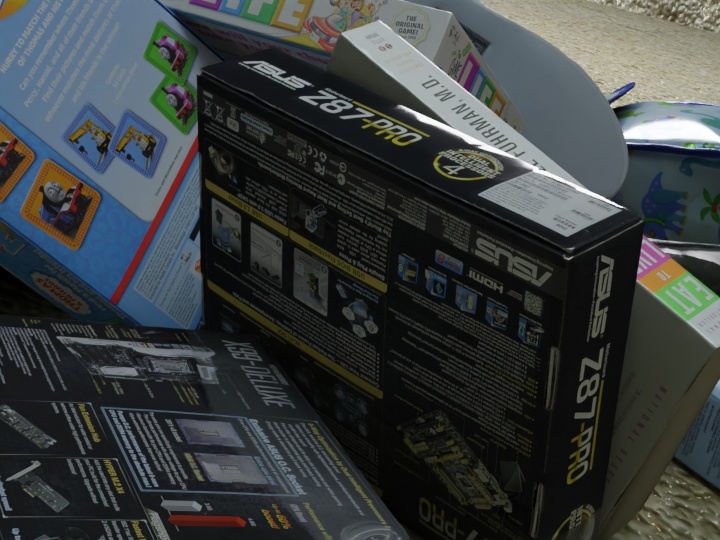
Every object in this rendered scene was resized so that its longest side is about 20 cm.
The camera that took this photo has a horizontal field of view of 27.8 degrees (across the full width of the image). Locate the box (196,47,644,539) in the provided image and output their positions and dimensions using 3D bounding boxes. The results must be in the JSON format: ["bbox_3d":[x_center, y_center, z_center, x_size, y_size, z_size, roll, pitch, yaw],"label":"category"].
[{"bbox_3d":[0.012,0.017,0.585,0.049,0.161,0.200,-24,39,-39],"label":"box"}]

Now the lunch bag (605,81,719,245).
[{"bbox_3d":[0.190,-0.067,1.068,0.200,0.128,0.170,7,17,21],"label":"lunch bag"}]

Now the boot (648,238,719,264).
[{"bbox_3d":[0.190,0.000,0.881,0.200,0.073,0.182,-5,25,-18],"label":"boot"}]

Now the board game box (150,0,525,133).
[{"bbox_3d":[-0.027,-0.111,0.740,0.200,0.034,0.134,20,-7,24],"label":"board game box"}]

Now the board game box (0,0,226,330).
[{"bbox_3d":[-0.133,-0.072,0.657,0.200,0.151,0.037,41,-38,-26],"label":"board game box"}]

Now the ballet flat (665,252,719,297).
[{"bbox_3d":[0.106,0.029,0.718,0.200,0.067,0.057,-7,-4,-13],"label":"ballet flat"}]

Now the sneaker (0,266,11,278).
[{"bbox_3d":[-0.148,-0.016,0.725,0.200,0.073,0.112,8,20,6],"label":"sneaker"}]

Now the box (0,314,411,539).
[{"bbox_3d":[-0.081,0.078,0.511,0.158,0.050,0.200,6,20,-27],"label":"box"}]

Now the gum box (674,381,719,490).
[{"bbox_3d":[0.259,0.098,0.731,0.170,0.045,0.200,3,22,-34],"label":"gum box"}]

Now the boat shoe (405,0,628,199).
[{"bbox_3d":[0.059,-0.102,0.829,0.202,0.075,0.086,36,-15,-3],"label":"boat shoe"}]

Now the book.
[{"bbox_3d":[0.053,0.006,0.607,0.048,0.134,0.200,-28,59,-39],"label":"book"}]
